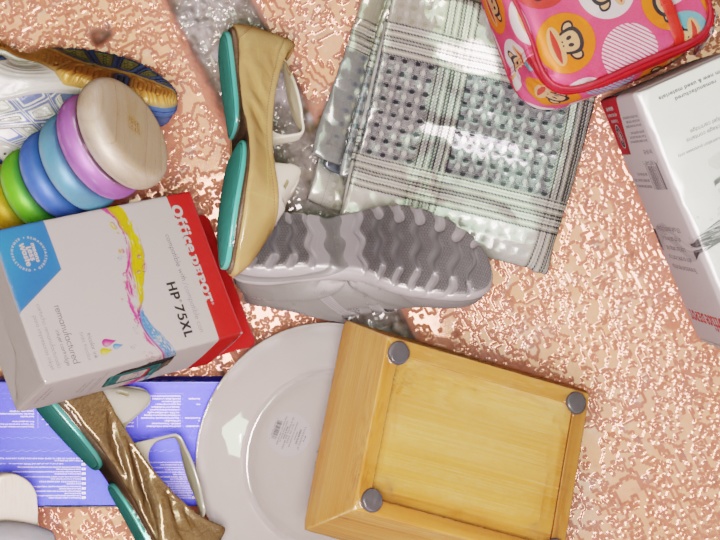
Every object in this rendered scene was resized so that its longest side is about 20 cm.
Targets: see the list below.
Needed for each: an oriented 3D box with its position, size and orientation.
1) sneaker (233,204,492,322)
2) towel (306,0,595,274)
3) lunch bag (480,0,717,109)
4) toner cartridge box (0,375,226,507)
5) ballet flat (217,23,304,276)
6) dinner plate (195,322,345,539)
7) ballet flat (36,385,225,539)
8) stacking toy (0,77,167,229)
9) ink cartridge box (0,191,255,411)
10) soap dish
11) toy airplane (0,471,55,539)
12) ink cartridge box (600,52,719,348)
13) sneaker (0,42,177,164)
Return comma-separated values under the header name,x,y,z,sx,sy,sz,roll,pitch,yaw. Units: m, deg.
name,x,y,z,sx,sy,sz,roll,pitch,yaw
sneaker,0.000,0.000,1.448,0.198,0.082,0.075,6,56,7
towel,0.072,-0.114,1.466,0.199,0.035,0.194,16,92,-2
lunch bag,0.170,-0.233,1.435,0.175,0.082,0.201,-22,86,-13
toner cartridge box,-0.199,0.128,1.461,0.198,0.043,0.096,1,94,-2
ballet flat,-0.070,-0.090,1.419,0.063,0.069,0.201,5,68,-16
dinner plate,-0.024,0.140,1.456,0.199,0.024,0.202,0,92,-16
ballet flat,-0.166,0.132,1.413,0.072,0.068,0.200,-37,92,-21
stacking toy,-0.238,-0.059,1.406,0.199,0.085,0.086,-28,94,25
ink cartridge box,-0.165,0.016,1.390,0.199,0.067,0.117,-14,76,-33
soap dish,0.070,0.135,1.420,0.199,0.081,0.159,17,74,-17
toy airplane,-0.264,0.280,1.416,0.199,0.141,0.200,-41,93,-1
ink cartridge box,0.260,-0.050,1.421,0.083,0.144,0.201,-23,94,-1
sneaker,-0.236,-0.118,1.444,0.198,0.075,0.089,8,110,-1
